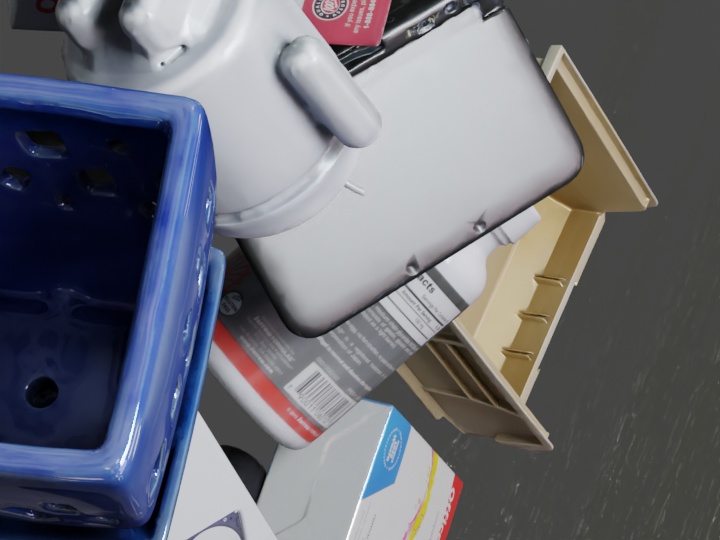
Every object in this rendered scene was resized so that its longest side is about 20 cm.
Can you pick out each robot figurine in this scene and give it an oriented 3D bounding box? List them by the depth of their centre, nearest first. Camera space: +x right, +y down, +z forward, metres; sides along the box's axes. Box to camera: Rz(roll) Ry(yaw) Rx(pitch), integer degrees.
[{"bbox_3d":[-0.071,-0.092,1.375,0.113,0.170,0.200,-62,141,-21],"label":"robot figurine"}]

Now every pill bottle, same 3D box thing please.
[{"bbox_3d":[0.000,0.000,1.594,0.200,0.116,0.116,-41,138,2],"label":"pill bottle"}]

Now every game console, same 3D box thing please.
[{"bbox_3d":[-0.009,-0.089,1.538,0.200,0.176,0.116,-31,133,-15],"label":"game console"}]

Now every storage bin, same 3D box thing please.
[{"bbox_3d":[0.095,-0.013,1.818,0.199,0.094,0.200,51,56,-46],"label":"storage bin"}]

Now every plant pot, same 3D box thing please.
[{"bbox_3d":[-0.171,0.032,1.326,0.180,0.200,0.200,75,23,-63],"label":"plant pot"}]

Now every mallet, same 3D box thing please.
[{"bbox_3d":[-0.092,0.084,1.583,0.066,0.041,0.200,-56,152,-37],"label":"mallet"}]

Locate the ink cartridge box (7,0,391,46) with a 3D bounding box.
[{"bbox_3d":[-0.079,-0.195,1.407,0.145,0.200,0.083,106,-19,-47],"label":"ink cartridge box"}]

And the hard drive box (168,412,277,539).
[{"bbox_3d":[-0.143,0.145,1.489,0.156,0.077,0.200,-44,132,-16],"label":"hard drive box"}]

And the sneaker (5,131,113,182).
[{"bbox_3d":[-0.150,-0.018,1.485,0.200,0.073,0.082,50,57,-46],"label":"sneaker"}]

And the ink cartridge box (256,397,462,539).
[{"bbox_3d":[0.003,0.160,1.716,0.116,0.067,0.200,-71,156,-15],"label":"ink cartridge box"}]
